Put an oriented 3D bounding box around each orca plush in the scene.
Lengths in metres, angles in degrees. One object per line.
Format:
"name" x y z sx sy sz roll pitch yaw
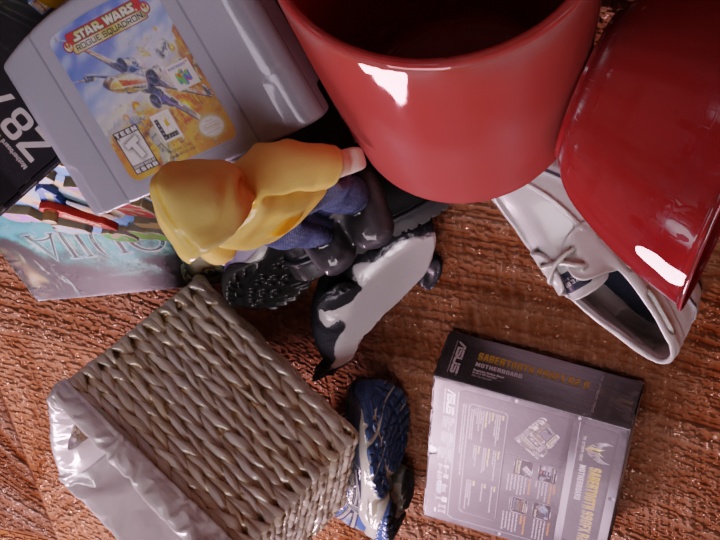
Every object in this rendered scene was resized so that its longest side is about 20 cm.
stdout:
"orca plush" 0.000 0.000 1.523 0.105 0.071 0.200 -21 157 -16

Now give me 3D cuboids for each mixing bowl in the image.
"mixing bowl" 0.182 -0.088 1.199 0.108 0.201 0.201 24 143 10

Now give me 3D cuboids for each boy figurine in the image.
"boy figurine" -0.053 -0.039 1.225 0.124 0.200 0.065 -32 76 23

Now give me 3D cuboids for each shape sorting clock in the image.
"shape sorting clock" -0.221 -0.054 1.467 0.198 0.040 0.200 9 165 2

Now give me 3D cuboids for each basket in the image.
"basket" -0.120 0.147 1.583 0.200 0.161 0.199 44 159 15

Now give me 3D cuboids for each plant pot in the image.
"plant pot" 0.054 -0.147 1.208 0.199 0.202 0.178 10 151 16

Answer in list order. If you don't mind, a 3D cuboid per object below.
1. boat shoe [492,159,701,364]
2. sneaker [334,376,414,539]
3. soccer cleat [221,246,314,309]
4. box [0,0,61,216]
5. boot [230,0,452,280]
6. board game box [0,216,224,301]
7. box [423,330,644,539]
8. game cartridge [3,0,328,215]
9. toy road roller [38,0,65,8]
"boat shoe" 0.158 -0.011 1.403 0.199 0.066 0.073 36 141 -17
"sneaker" -0.009 0.156 1.685 0.085 0.077 0.201 16 142 16
"soccer cleat" -0.063 -0.040 1.483 0.068 0.074 0.200 0 150 -12
"box" -0.262 -0.147 1.338 0.200 0.161 0.049 50 173 -7
"boot" -0.021 -0.111 1.332 0.164 0.066 0.201 -33 120 -4
"board game box" -0.206 -0.036 1.588 0.199 0.028 0.136 -5 134 31
"box" 0.133 0.143 1.616 0.157 0.049 0.201 14 142 11
"game cartridge" -0.127 -0.121 1.253 0.199 0.042 0.134 -21 111 37
"toy road roller" -0.220 -0.240 1.277 0.198 0.124 0.146 12 153 12
